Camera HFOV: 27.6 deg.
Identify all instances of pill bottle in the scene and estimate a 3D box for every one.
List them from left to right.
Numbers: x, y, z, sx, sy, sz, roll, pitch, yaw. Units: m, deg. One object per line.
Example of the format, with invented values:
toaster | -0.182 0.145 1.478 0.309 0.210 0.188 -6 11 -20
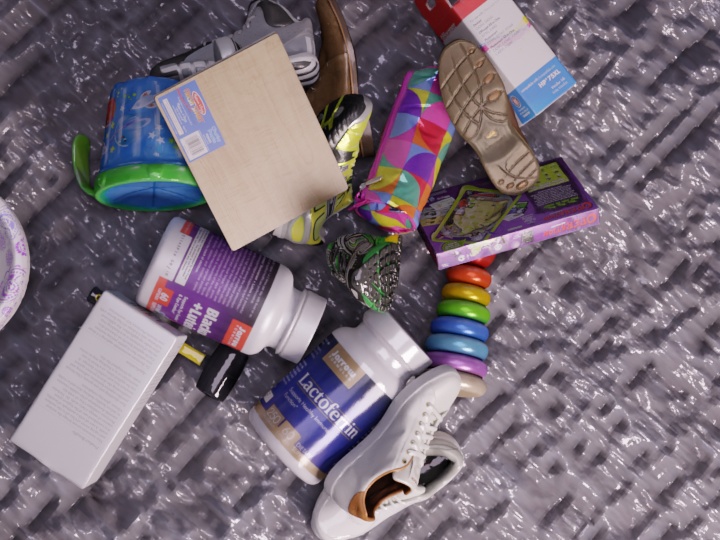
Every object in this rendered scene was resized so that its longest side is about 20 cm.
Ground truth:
pill bottle | -0.145 0.028 1.672 0.199 0.111 0.112 25 84 -5
pill bottle | -0.020 0.137 1.667 0.200 0.116 0.116 -44 92 0

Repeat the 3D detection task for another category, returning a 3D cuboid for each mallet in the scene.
mallet | -0.221 0.069 1.700 0.200 0.041 0.066 38 84 0

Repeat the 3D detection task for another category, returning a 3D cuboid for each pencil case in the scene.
pencil case | 0.058 -0.141 1.709 0.088 0.088 0.201 23 71 -5

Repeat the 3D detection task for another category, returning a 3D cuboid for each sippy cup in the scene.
sippy cup | -0.235 -0.146 1.667 0.177 0.140 0.131 1 78 -15

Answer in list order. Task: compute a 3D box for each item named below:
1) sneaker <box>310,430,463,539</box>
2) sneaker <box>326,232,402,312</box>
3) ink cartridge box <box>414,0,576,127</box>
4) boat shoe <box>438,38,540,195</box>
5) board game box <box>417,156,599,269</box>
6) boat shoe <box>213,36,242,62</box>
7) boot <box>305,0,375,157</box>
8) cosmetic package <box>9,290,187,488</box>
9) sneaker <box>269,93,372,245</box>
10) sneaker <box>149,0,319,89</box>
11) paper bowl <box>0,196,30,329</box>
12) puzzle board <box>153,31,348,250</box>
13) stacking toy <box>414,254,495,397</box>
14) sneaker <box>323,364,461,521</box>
sneaker | 0.031 0.247 1.686 0.200 0.099 0.078 -32 91 -8
sneaker | 0.000 0.000 1.655 0.085 0.200 0.078 5 97 3
ink cartridge box | 0.155 -0.269 1.728 0.067 0.116 0.200 -38 92 -9
boat shoe | 0.142 -0.181 1.697 0.072 0.068 0.200 -27 116 6
board game box | 0.166 -0.069 1.722 0.199 0.120 0.032 -15 124 -7
boat shoe | -0.118 -0.195 1.662 0.063 0.200 0.071 -21 54 -4
boot | -0.037 -0.228 1.728 0.075 0.074 0.201 -11 90 2
cosmetic package | -0.293 0.132 1.650 0.101 0.071 0.200 33 90 3
sneaker | -0.036 -0.117 1.697 0.076 0.076 0.200 24 118 -20
sneaker | -0.147 -0.262 1.722 0.199 0.075 0.116 -4 63 4
paper bowl | -0.470 -0.008 1.637 0.200 0.104 0.202 1 86 -7
puzzle board | -0.118 -0.140 1.607 0.150 0.017 0.200 -28 116 -6
stacking toy | 0.119 0.045 1.728 0.085 0.085 0.201 10 78 -6
sneaker | 0.056 0.198 1.626 0.200 0.073 0.085 -48 50 -6
